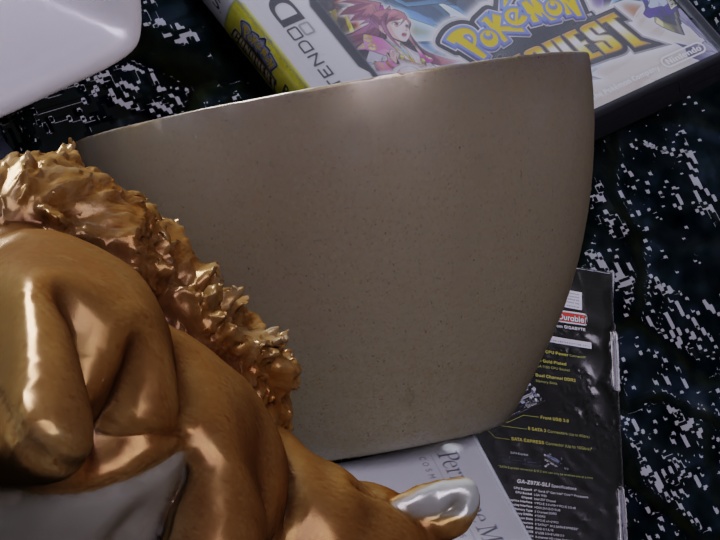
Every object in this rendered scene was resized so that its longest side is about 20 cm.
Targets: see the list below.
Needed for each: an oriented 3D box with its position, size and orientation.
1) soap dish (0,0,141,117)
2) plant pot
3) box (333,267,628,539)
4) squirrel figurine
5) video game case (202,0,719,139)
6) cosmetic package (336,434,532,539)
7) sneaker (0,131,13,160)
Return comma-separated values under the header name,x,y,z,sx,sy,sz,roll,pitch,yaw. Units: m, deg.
name,x,y,z,sx,sy,sz,roll,pitch,yaw
soap dish,-0.178,-0.127,1.091,0.081,0.158,0.200,20,36,39
plant pot,0.000,0.000,1.102,0.199,0.200,0.135,-9,90,-24
box,0.012,0.068,1.197,0.199,0.049,0.161,8,61,-17
squirrel figurine,-0.055,0.057,0.930,0.186,0.142,0.201,21,37,-24
video game case,0.039,-0.122,1.286,0.199,0.026,0.181,-25,65,-30
cosmetic package,-0.019,0.177,1.021,0.199,0.124,0.200,-10,35,-14
sneaker,-0.205,-0.035,1.150,0.198,0.080,0.130,24,44,8
